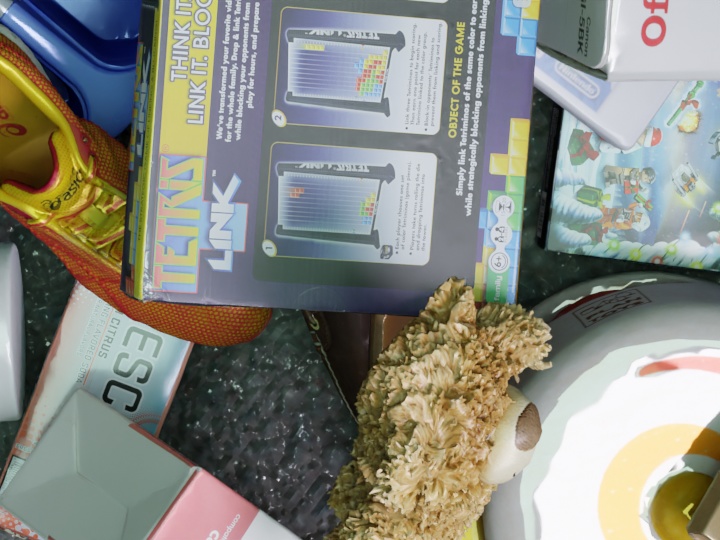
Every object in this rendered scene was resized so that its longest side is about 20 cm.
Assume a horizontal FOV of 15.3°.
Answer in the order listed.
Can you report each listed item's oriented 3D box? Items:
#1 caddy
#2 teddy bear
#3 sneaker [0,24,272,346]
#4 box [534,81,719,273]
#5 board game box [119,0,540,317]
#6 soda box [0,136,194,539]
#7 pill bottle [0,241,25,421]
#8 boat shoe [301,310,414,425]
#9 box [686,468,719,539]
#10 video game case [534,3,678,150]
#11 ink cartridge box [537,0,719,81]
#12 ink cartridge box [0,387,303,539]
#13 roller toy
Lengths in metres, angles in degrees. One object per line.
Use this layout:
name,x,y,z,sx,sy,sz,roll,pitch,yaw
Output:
caddy,-0.177,-0.136,1.211,0.200,0.105,0.142,40,93,-7
teddy bear,0.033,0.083,1.092,0.067,0.200,0.145,35,49,12
sneaker,-0.120,-0.027,1.162,0.200,0.077,0.073,38,103,-18
box,0.163,-0.101,1.268,0.136,0.040,0.201,6,95,-5
board game box,-0.011,-0.082,1.127,0.164,0.057,0.201,4,94,-13
soda box,-0.111,0.032,1.252,0.063,0.068,0.201,22,95,-6
pill bottle,-0.256,0.032,1.222,0.199,0.111,0.112,-2,96,-3
boat shoe,0.000,0.000,1.241,0.070,0.070,0.201,13,129,34
box,0.254,0.075,1.182,0.163,0.021,0.201,36,76,-15
video game case,0.099,-0.181,1.195,0.200,0.022,0.183,35,91,-24
ink cartridge box,0.183,-0.162,1.174,0.199,0.083,0.148,-2,105,-21
ink cartridge box,-0.053,0.144,1.202,0.200,0.116,0.068,40,82,-36
roller toy,0.137,0.096,1.233,0.199,0.140,0.183,26,95,-8
